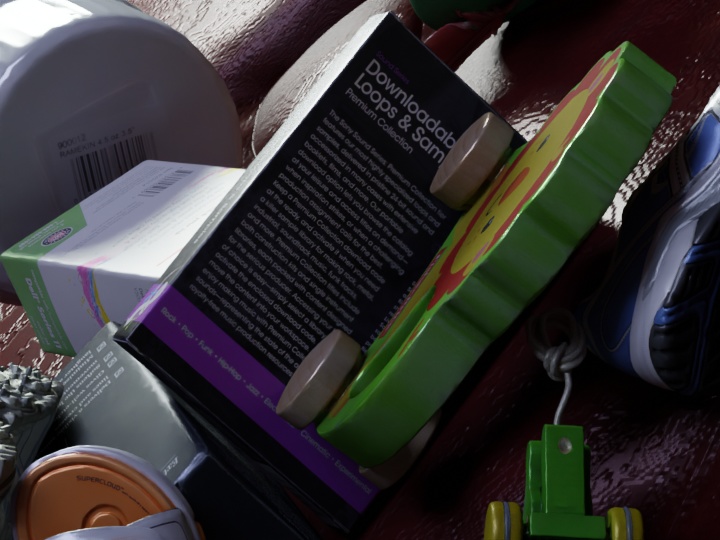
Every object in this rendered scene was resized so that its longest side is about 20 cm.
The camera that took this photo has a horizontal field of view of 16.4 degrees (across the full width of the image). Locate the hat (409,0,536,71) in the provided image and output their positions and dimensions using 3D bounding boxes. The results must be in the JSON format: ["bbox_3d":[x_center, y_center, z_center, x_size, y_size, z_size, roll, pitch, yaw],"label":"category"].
[{"bbox_3d":[0.071,-0.143,1.423,0.199,0.177,0.166,-3,31,2],"label":"hat"}]

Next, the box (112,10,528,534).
[{"bbox_3d":[0.000,0.000,1.168,0.200,0.143,0.036,-51,16,-11],"label":"box"}]

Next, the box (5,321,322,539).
[{"bbox_3d":[-0.112,0.136,1.186,0.148,0.107,0.200,-46,24,0],"label":"box"}]

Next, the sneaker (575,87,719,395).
[{"bbox_3d":[0.154,-0.041,1.046,0.077,0.076,0.200,4,54,55],"label":"sneaker"}]

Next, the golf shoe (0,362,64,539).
[{"bbox_3d":[-0.189,0.097,1.153,0.200,0.078,0.098,-74,-4,-76],"label":"golf shoe"}]

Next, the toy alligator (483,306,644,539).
[{"bbox_3d":[0.077,0.108,0.979,0.054,0.059,0.201,97,176,-49],"label":"toy alligator"}]

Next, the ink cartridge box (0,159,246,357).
[{"bbox_3d":[-0.085,0.000,1.332,0.117,0.068,0.200,-36,27,-32],"label":"ink cartridge box"}]

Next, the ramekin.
[{"bbox_3d":[-0.166,-0.067,1.479,0.201,0.200,0.098,-52,33,-11],"label":"ramekin"}]

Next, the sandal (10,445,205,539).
[{"bbox_3d":[-0.090,0.163,1.031,0.079,0.207,0.059,-26,-17,7],"label":"sandal"}]

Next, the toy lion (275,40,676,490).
[{"bbox_3d":[0.057,-0.005,1.064,0.200,0.069,0.192,-54,6,-11],"label":"toy lion"}]
